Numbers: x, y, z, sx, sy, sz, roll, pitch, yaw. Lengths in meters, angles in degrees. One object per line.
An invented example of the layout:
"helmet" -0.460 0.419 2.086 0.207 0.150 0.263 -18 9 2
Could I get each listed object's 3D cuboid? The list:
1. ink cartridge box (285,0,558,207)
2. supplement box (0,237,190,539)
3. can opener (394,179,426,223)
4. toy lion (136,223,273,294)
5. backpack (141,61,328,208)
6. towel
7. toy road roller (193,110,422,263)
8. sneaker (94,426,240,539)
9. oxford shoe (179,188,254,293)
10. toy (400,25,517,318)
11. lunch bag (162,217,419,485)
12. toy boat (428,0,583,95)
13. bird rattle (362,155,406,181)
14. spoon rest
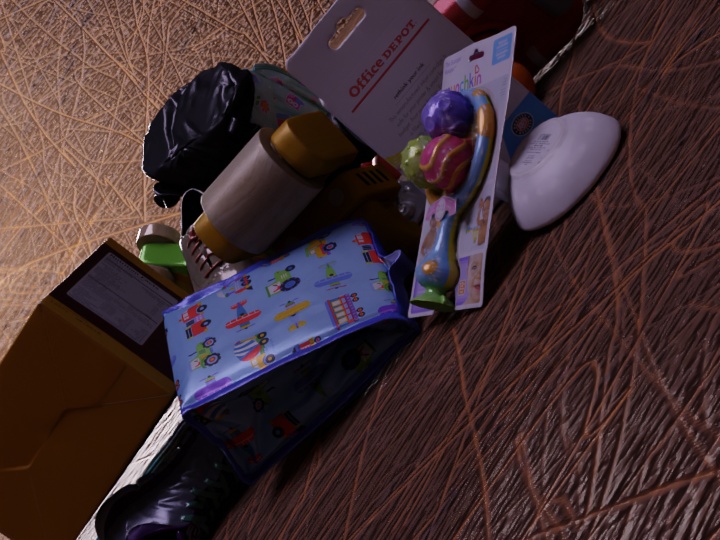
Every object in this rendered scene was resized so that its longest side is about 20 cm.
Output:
"ink cartridge box" 0.047 -0.140 1.400 0.115 0.200 0.068 -49 9 4
"supplement box" -0.240 0.109 1.531 0.198 0.132 0.200 -54 2 19
"can opener" 0.000 0.000 1.602 0.201 0.053 0.067 -56 -21 -26
"toy lion" -0.119 0.022 1.730 0.201 0.190 0.069 74 -158 -53
"backpack" -0.084 -0.112 1.658 0.166 0.199 0.128 -24 54 46
"towel" -0.207 0.203 1.738 0.200 0.022 0.147 -53 0 13
"toy road roller" -0.030 -0.045 1.485 0.123 0.146 0.200 -46 -11 21
"sneaker" -0.127 0.185 1.468 0.200 0.074 0.088 -42 44 7
"oxford shoe" -0.129 -0.002 1.544 0.070 0.075 0.200 -38 31 7
"toy" 0.058 -0.071 1.272 0.115 0.047 0.202 167 110 -65
"lunch bag" -0.046 0.043 1.383 0.199 0.094 0.151 -36 31 9
"toy boat" 0.115 -0.182 1.571 0.200 0.130 0.131 -44 42 22
"bird rattle" 0.028 -0.115 1.730 0.200 0.112 0.163 -52 25 10
"spoon rest" 0.124 -0.074 1.276 0.100 0.061 0.200 -53 23 -8
